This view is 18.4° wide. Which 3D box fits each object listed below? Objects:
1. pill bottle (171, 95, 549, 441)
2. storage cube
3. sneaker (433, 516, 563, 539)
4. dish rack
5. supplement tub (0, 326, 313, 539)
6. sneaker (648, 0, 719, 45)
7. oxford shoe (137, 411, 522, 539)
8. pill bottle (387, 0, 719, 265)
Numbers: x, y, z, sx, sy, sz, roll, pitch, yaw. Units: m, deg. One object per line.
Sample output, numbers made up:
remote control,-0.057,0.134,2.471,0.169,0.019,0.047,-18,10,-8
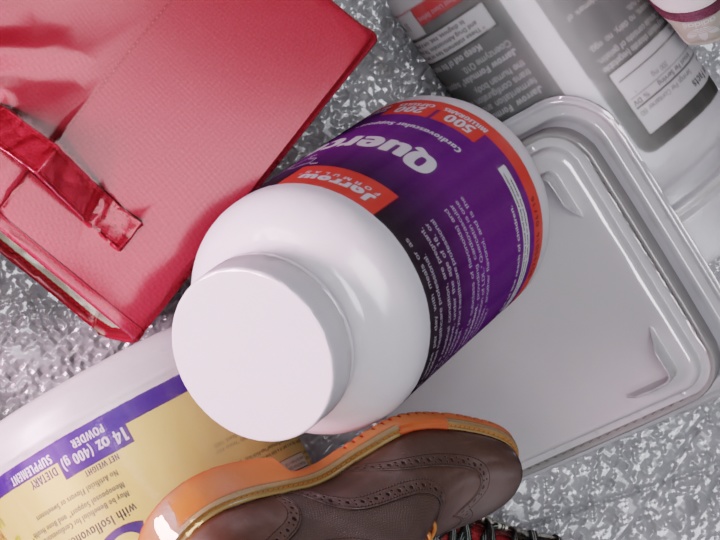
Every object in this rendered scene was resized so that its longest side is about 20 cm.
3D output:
pill bottle,0.000,0.000,0.986,0.112,0.200,0.113,11,115,24
storage cube,-0.122,-0.087,1.054,0.171,0.200,0.180,40,81,-8
sneaker,0.065,0.147,1.123,0.200,0.082,0.078,41,43,-29
dish rack,0.074,0.025,1.107,0.200,0.044,0.172,-28,100,34
supplement tub,-0.075,0.138,1.013,0.145,0.145,0.201,-29,85,-6
sneaker,0.162,-0.200,1.124,0.075,0.200,0.090,-6,134,20
oxford shoe,0.003,0.113,0.925,0.199,0.073,0.071,-13,136,-41
pill bottle,0.113,-0.091,1.127,0.114,0.114,0.200,-36,98,-5
